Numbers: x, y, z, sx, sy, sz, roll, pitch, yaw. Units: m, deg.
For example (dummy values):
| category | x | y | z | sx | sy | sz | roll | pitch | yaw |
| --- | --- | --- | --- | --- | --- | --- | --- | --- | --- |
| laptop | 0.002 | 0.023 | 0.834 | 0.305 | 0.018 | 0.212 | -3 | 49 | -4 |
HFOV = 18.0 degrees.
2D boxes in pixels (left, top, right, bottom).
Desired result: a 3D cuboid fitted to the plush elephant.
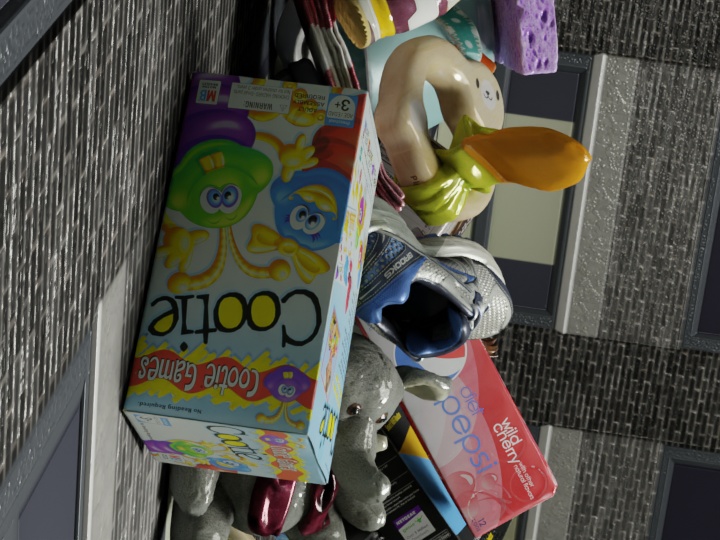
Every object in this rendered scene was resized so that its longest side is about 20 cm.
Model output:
| category | x | y | z | sx | sy | sz | roll | pitch | yaw |
| --- | --- | --- | --- | --- | --- | --- | --- | --- | --- |
| plush elephant | -0.027 | 0.105 | 1.397 | 0.155 | 0.165 | 0.200 | -32 | -125 | 43 |

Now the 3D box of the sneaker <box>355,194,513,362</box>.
| category | x | y | z | sx | sy | sz | roll | pitch | yaw |
| --- | --- | --- | --- | --- | --- | --- | --- | --- | --- |
| sneaker | 0.040 | 0.024 | 1.405 | 0.077 | 0.085 | 0.200 | -44 | 148 | 17 |

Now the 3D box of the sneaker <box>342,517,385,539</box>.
| category | x | y | z | sx | sy | sz | roll | pitch | yaw |
| --- | --- | --- | --- | --- | --- | --- | --- | --- | --- |
| sneaker | 0.020 | 0.192 | 1.718 | 0.200 | 0.088 | 0.076 | 77 | 27 | -71 |

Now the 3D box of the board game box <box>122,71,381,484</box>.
| category | x | y | z | sx | sy | sz | roll | pitch | yaw |
| --- | --- | --- | --- | --- | --- | --- | --- | --- | --- |
| board game box | -0.057 | 0.005 | 1.269 | 0.105 | 0.103 | 0.200 | 77 | 22 | -69 |

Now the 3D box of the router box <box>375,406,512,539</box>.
| category | x | y | z | sx | sy | sz | roll | pitch | yaw |
| --- | --- | --- | --- | --- | --- | --- | --- | --- | --- |
| router box | 0.044 | 0.151 | 1.666 | 0.149 | 0.051 | 0.200 | 55 | 13 | -1 |

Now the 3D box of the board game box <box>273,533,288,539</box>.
| category | x | y | z | sx | sy | sz | roll | pitch | yaw |
| --- | --- | --- | --- | --- | --- | --- | --- | --- | --- |
| board game box | -0.027 | 0.160 | 1.794 | 0.200 | 0.037 | 0.151 | 81 | 22 | -71 |

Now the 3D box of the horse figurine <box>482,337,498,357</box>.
| category | x | y | z | sx | sy | sz | roll | pitch | yaw |
| --- | --- | --- | --- | --- | --- | --- | --- | --- | --- |
| horse figurine | 0.067 | 0.062 | 1.696 | 0.200 | 0.050 | 0.133 | -74 | 145 | -73 |

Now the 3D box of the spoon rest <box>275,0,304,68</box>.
| category | x | y | z | sx | sy | sz | roll | pitch | yaw |
| --- | --- | --- | --- | --- | --- | --- | --- | --- | --- |
| spoon rest | -0.030 | -0.132 | 1.605 | 0.200 | 0.061 | 0.099 | 96 | -28 | -45 |

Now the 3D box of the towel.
| category | x | y | z | sx | sy | sz | roll | pitch | yaw |
| --- | --- | --- | --- | --- | --- | --- | --- | --- | --- |
| towel | -0.015 | -0.126 | 1.455 | 0.144 | 0.023 | 0.200 | 175 | -103 | -87 |

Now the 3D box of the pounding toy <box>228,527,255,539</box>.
| category | x | y | z | sx | sy | sz | roll | pitch | yaw |
| --- | --- | --- | --- | --- | --- | --- | --- | --- | --- |
| pounding toy | -0.045 | 0.264 | 1.537 | 0.142 | 0.184 | 0.200 | 123 | -23 | -73 |

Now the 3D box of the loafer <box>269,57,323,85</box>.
| category | x | y | z | sx | sy | sz | roll | pitch | yaw |
| --- | --- | --- | --- | --- | --- | --- | --- | --- | --- |
| loafer | -0.054 | -0.089 | 1.516 | 0.200 | 0.063 | 0.072 | 95 | -27 | -76 |

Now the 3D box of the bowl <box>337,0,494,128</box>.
| category | x | y | z | sx | sy | sz | roll | pitch | yaw |
| --- | --- | --- | --- | --- | --- | --- | --- | --- | --- |
| bowl | 0.038 | -0.189 | 1.690 | 0.201 | 0.105 | 0.201 | 172 | -90 | -84 |

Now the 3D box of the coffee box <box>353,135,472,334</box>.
| category | x | y | z | sx | sy | sz | roll | pitch | yaw |
| --- | --- | --- | --- | --- | --- | --- | --- | --- | --- |
| coffee box | 0.000 | 0.000 | 1.619 | 0.200 | 0.080 | 0.113 | -54 | 171 | -7 |

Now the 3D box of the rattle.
| category | x | y | z | sx | sy | sz | roll | pitch | yaw |
| --- | --- | --- | --- | --- | --- | --- | --- | --- | --- |
| rattle | 0.096 | -0.124 | 1.510 | 0.143 | 0.130 | 0.200 | -31 | -169 | 36 |

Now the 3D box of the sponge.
| category | x | y | z | sx | sy | sz | roll | pitch | yaw |
| --- | --- | --- | --- | --- | --- | --- | --- | --- | --- |
| sponge | 0.107 | -0.207 | 1.662 | 0.200 | 0.030 | 0.112 | -130 | -148 | -78 |

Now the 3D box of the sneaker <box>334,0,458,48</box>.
| category | x | y | z | sx | sy | sz | roll | pitch | yaw |
| --- | --- | --- | --- | --- | --- | --- | --- | --- | --- |
| sneaker | 0.012 | -0.213 | 1.460 | 0.200 | 0.090 | 0.075 | -114 | -173 | -49 |

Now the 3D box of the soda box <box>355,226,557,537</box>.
| category | x | y | z | sx | sy | sz | roll | pitch | yaw |
| --- | --- | --- | --- | --- | --- | --- | --- | --- | --- |
| soda box | 0.058 | 0.076 | 1.537 | 0.200 | 0.070 | 0.063 | 62 | -1 | -14 |
